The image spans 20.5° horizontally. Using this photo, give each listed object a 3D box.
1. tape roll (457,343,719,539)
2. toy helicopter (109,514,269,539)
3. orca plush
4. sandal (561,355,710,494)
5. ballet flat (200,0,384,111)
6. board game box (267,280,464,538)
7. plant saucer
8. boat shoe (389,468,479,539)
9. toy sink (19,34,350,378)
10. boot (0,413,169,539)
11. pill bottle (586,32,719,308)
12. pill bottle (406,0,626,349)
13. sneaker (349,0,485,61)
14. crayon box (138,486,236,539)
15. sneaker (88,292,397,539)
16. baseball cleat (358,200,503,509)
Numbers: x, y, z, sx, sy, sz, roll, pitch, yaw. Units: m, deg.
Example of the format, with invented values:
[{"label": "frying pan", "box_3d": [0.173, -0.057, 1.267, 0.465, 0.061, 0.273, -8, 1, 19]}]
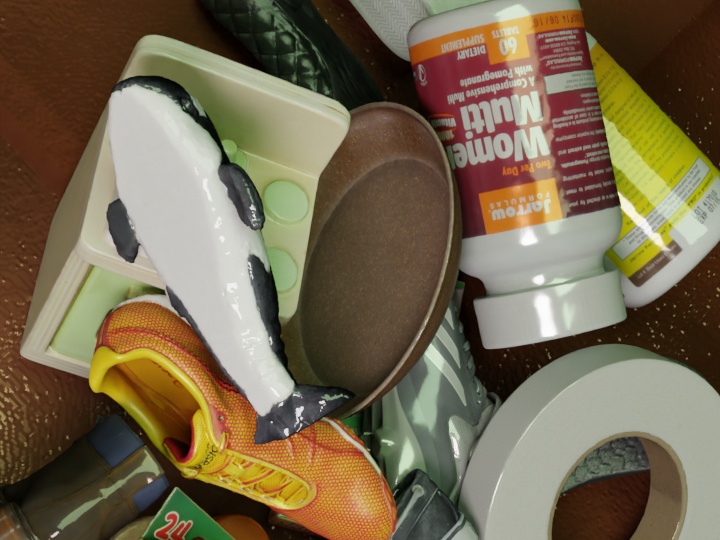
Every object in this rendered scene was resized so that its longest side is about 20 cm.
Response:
[{"label": "tape roll", "box_3d": [0.151, 0.147, 1.230, 0.201, 0.037, 0.205, -9, 108, -29]}, {"label": "toy helicopter", "box_3d": [-0.106, 0.241, 1.138, 0.131, 0.079, 0.202, -16, 92, -31]}, {"label": "orca plush", "box_3d": [-0.061, -0.016, 1.042, 0.201, 0.105, 0.071, 54, 42, 2]}, {"label": "sandal", "box_3d": [0.137, 0.111, 1.289, 0.199, 0.048, 0.076, -21, 83, -12]}, {"label": "ballet flat", "box_3d": [-0.033, -0.122, 1.297, 0.201, 0.057, 0.066, 58, 36, -2]}, {"label": "board game box", "box_3d": [0.007, 0.073, 1.258, 0.095, 0.030, 0.202, 17, 66, -16]}, {"label": "plant saucer", "box_3d": [0.000, 0.000, 1.191, 0.036, 0.199, 0.203, 20, 66, -36]}, {"label": "boat shoe", "box_3d": [-0.017, 0.191, 1.128, 0.200, 0.072, 0.068, -41, 97, -24]}, {"label": "toy sink", "box_3d": [-0.103, -0.016, 1.136, 0.129, 0.200, 0.113, 19, 54, -15]}, {"label": "boot", "box_3d": [-0.147, 0.127, 1.077, 0.097, 0.200, 0.075, -34, 94, -5]}, {"label": "pill bottle", "box_3d": [0.148, -0.080, 1.311, 0.200, 0.109, 0.109, 46, 64, -3]}, {"label": "pill bottle", "box_3d": [0.098, -0.060, 1.204, 0.109, 0.109, 0.202, -12, 91, -24]}, {"label": "sneaker", "box_3d": [0.021, -0.236, 1.341, 0.115, 0.074, 0.201, -27, 78, -42]}, {"label": "crayon box", "box_3d": [-0.106, 0.228, 1.023, 0.201, 0.051, 0.127, -58, 141, -15]}, {"label": "sneaker", "box_3d": [-0.067, 0.098, 1.083, 0.199, 0.073, 0.077, 35, 36, -11]}, {"label": "baseball cleat", "box_3d": [0.047, 0.057, 1.234, 0.105, 0.070, 0.202, 10, 81, -25]}]
